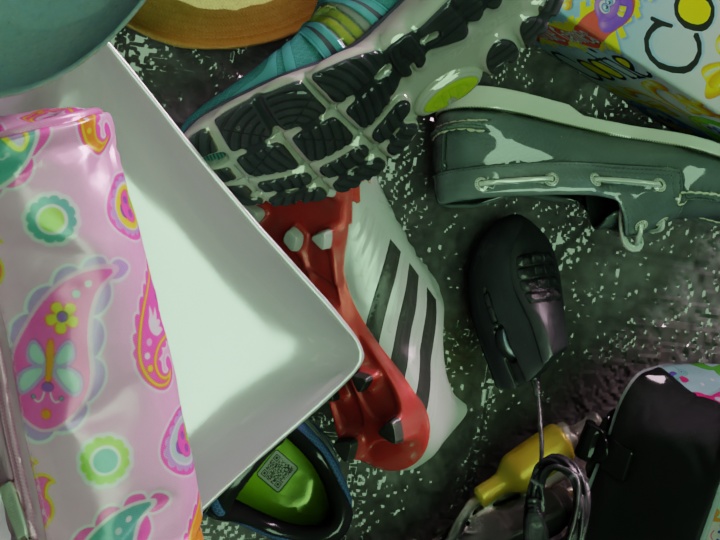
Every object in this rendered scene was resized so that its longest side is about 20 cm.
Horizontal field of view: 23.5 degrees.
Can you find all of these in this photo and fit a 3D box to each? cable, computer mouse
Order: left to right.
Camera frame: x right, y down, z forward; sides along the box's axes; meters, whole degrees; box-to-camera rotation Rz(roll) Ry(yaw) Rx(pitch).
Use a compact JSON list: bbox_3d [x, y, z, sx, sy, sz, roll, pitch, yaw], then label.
[{"bbox_3d":[0.044,0.142,0.898,0.198,0.050,0.098,-19,139,-21],"label":"cable"},{"bbox_3d":[0.079,0.064,0.861,0.034,0.058,0.202,14,58,-36],"label":"computer mouse"}]

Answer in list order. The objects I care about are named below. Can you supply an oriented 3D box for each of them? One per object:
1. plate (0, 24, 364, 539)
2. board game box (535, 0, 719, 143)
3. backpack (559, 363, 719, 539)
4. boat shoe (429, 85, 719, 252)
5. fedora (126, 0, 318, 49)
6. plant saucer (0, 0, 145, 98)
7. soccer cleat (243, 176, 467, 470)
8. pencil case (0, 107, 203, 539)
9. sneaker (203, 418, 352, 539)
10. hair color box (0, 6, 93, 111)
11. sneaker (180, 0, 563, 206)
[{"bbox_3d":[-0.131,0.030,0.761,0.199,0.032,0.200,-42,103,-7],"label":"plate"},{"bbox_3d":[0.176,-0.130,0.875,0.199,0.103,0.106,27,90,-22],"label":"board game box"},{"bbox_3d":[0.209,0.142,0.903,0.199,0.150,0.179,2,108,-51],"label":"backpack"},{"bbox_3d":[0.128,-0.040,0.887,0.198,0.073,0.062,14,77,-14],"label":"boat shoe"},{"bbox_3d":[-0.056,-0.194,0.792,0.198,0.082,0.203,-3,101,-18],"label":"fedora"},{"bbox_3d":[-0.133,-0.167,0.736,0.039,0.200,0.203,17,95,-56],"label":"plant saucer"},{"bbox_3d":[0.000,0.000,0.863,0.085,0.068,0.202,-19,90,-54],"label":"soccer cleat"},{"bbox_3d":[-0.121,0.036,0.704,0.087,0.087,0.202,-12,97,-17],"label":"pencil case"},{"bbox_3d":[-0.076,0.067,0.830,0.199,0.089,0.079,36,86,-22],"label":"sneaker"},{"bbox_3d":[-0.205,-0.032,0.782,0.199,0.061,0.100,-33,109,-12],"label":"hair color box"},{"bbox_3d":[0.002,-0.101,0.798,0.199,0.080,0.078,-33,138,-2],"label":"sneaker"}]
